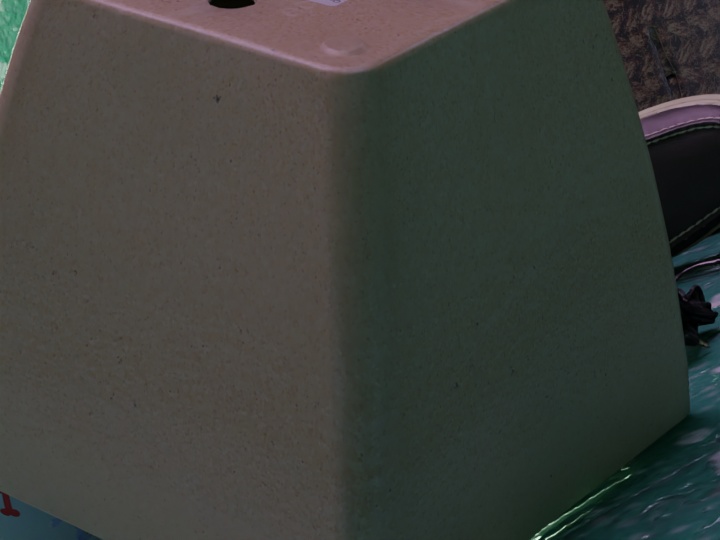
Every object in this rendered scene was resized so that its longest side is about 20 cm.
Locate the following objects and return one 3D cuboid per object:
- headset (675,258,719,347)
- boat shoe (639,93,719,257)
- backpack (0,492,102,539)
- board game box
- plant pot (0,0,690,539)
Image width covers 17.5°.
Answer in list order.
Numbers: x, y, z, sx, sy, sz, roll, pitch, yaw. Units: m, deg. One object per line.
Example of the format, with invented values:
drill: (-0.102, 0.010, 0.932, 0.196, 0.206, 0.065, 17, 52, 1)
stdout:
headset: (0.189, -0.051, 0.927, 0.200, 0.124, 0.094, -49, -27, 14)
boat shoe: (0.102, -0.014, 1.095, 0.200, 0.072, 0.066, -26, 14, 27)
backpack: (-0.141, 0.050, 0.962, 0.199, 0.148, 0.183, 28, 38, 23)
board game box: (0.131, -0.101, 1.242, 0.096, 0.160, 0.200, -23, 9, -9)
plant pot: (-0.014, -0.022, 0.793, 0.199, 0.178, 0.200, 20, 32, 33)
